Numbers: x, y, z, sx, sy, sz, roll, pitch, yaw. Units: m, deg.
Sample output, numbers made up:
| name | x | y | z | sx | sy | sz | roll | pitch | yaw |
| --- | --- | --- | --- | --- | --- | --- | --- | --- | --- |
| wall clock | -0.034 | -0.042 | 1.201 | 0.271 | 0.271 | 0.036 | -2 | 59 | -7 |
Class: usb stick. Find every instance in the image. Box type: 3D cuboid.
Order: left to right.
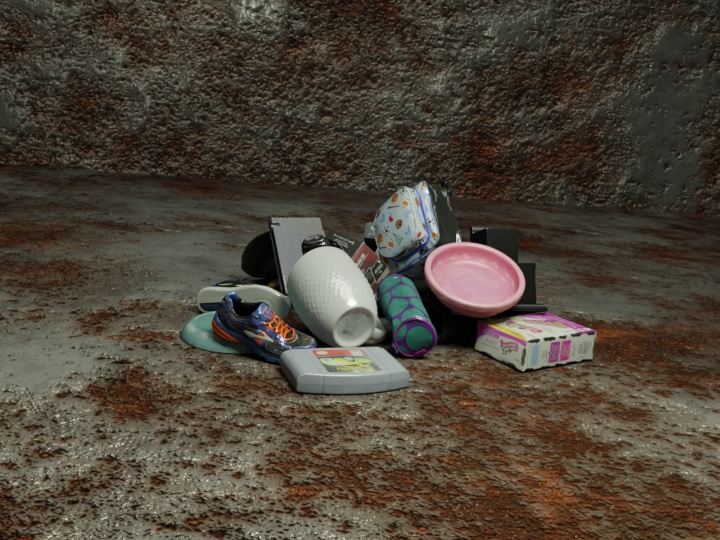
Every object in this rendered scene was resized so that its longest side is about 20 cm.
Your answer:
| name | x | y | z | sx | sy | sz | roll | pitch | yaw |
| --- | --- | --- | --- | --- | --- | --- | --- | --- | --- |
| usb stick | -0.080 | 0.015 | 1.686 | 0.054 | 0.203 | 0.033 | -11 | 41 | -4 |

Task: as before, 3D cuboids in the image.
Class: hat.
| name | x | y | z | sx | sy | sz | roll | pitch | yaw |
| --- | --- | --- | --- | --- | --- | --- | --- | --- | --- |
| hat | -0.176 | -0.017 | 1.960 | 0.197 | 0.202 | 0.082 | -4 | 52 | -33 |

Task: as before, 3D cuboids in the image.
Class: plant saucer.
| name | x | y | z | sx | sy | sz | roll | pitch | yaw |
| --- | --- | --- | --- | --- | --- | --- | --- | --- | --- |
| plant saucer | -0.235 | 0.110 | 1.574 | 0.195 | 0.028 | 0.200 | 5 | 14 | -1 |
| plant saucer | 0.218 | 0.023 | 1.637 | 0.196 | 0.052 | 0.202 | 5 | 37 | -4 |

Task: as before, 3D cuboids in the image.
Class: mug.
| name | x | y | z | sx | sy | sz | roll | pitch | yaw |
| --- | --- | --- | --- | --- | --- | --- | --- | --- | --- |
| mug | -0.027 | 0.072 | 1.598 | 0.199 | 0.149 | 0.176 | 32 | 11 | -36 |

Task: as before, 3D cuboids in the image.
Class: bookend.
| name | x | y | z | sx | sy | sz | roll | pitch | yaw |
| --- | --- | --- | --- | --- | --- | --- | --- | --- | --- |
| bookend | 0.308 | -0.008 | 1.784 | 0.090 | 0.205 | 0.199 | 0 | -7 | -13 |

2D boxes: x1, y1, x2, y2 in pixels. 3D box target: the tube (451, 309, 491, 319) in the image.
| name | x | y | z | sx | sy | sz | roll | pitch | yaw |
| --- | --- | --- | --- | --- | --- | --- | --- | --- | --- |
| tube | 0.216 | 0.044 | 1.689 | 0.076 | 0.051 | 0.201 | 4 | 26 | 2 |

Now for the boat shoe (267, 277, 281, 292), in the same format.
| name | x | y | z | sx | sy | sz | roll | pitch | yaw |
| --- | --- | --- | --- | --- | --- | --- | --- | --- | --- |
| boat shoe | -0.114 | 0.019 | 1.904 | 0.197 | 0.072 | 0.070 | -26 | 14 | -27 |

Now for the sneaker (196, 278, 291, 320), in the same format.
| name | x | y | z | sx | sy | sz | roll | pitch | yaw |
| --- | --- | --- | --- | --- | --- | --- | --- | --- | --- |
| sneaker | -0.225 | 0.051 | 1.721 | 0.195 | 0.075 | 0.112 | 6 | 14 | 10 |

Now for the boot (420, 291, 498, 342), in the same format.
| name | x | y | z | sx | sy | sz | roll | pitch | yaw |
| --- | --- | --- | --- | --- | --- | --- | --- | --- | --- |
| boot | 0.165 | 0.081 | 1.733 | 0.155 | 0.081 | 0.210 | -3 | 16 | -32 |

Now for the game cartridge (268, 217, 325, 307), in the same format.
| name | x | y | z | sx | sy | sz | roll | pitch | yaw |
| --- | --- | --- | --- | --- | --- | --- | --- | --- | --- |
| game cartridge | -0.125 | -0.019 | 1.848 | 0.127 | 0.204 | 0.038 | 1 | -24 | -33 |

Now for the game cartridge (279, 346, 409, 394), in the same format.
| name | x | y | z | sx | sy | sz | roll | pitch | yaw |
| --- | --- | --- | --- | --- | --- | --- | --- | --- | --- |
| game cartridge | -0.024 | 0.165 | 1.400 | 0.196 | 0.042 | 0.133 | 0 | 18 | -21 |

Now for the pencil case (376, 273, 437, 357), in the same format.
| name | x | y | z | sx | sy | sz | roll | pitch | yaw |
| --- | --- | --- | --- | --- | --- | --- | --- | --- | --- |
| pencil case | 0.084 | 0.085 | 1.604 | 0.083 | 0.094 | 0.201 | -12 | 26 | -3 |

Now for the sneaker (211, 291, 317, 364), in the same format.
| name | x | y | z | sx | sy | sz | roll | pitch | yaw |
| --- | --- | --- | --- | --- | --- | --- | --- | --- | --- |
| sneaker | -0.167 | 0.100 | 1.466 | 0.196 | 0.080 | 0.076 | 19 | 31 | 7 |

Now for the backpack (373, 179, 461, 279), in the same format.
| name | x | y | z | sx | sy | sz | roll | pitch | yaw |
| --- | --- | --- | --- | --- | --- | --- | --- | --- | --- |
| backpack | 0.114 | -0.077 | 1.829 | 0.151 | 0.191 | 0.204 | 13 | 52 | -28 |

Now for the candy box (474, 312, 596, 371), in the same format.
| name | x | y | z | sx | sy | sz | roll | pitch | yaw |
| --- | --- | --- | --- | --- | --- | --- | --- | --- | --- |
| candy box | 0.336 | 0.133 | 1.620 | 0.197 | 0.062 | 0.135 | -5 | 16 | -35 |

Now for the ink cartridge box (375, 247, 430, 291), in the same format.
| name | x | y | z | sx | sy | sz | roll | pitch | yaw |
| --- | --- | --- | --- | --- | --- | --- | --- | --- | --- |
| ink cartridge box | 0.107 | -0.051 | 1.941 | 0.159 | 0.205 | 0.050 | -7 | -15 | 28 |

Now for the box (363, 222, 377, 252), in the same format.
| name | x | y | z | sx | sy | sz | roll | pitch | yaw |
| --- | --- | --- | --- | --- | --- | --- | --- | --- | --- |
| box | 0.114 | -0.054 | 2.178 | 0.195 | 0.052 | 0.159 | 8 | -27 | 13 |

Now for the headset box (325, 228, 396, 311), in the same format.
| name | x | y | z | sx | sy | sz | roll | pitch | yaw |
| --- | --- | --- | --- | --- | --- | --- | --- | --- | --- |
| headset box | 0.000 | 0.000 | 1.800 | 0.200 | 0.078 | 0.148 | 44 | -10 | -31 |

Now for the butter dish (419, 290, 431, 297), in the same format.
| name | x | y | z | sx | sy | sz | roll | pitch | yaw |
| --- | --- | --- | --- | --- | --- | --- | --- | --- | --- |
| butter dish | 0.165 | -0.019 | 2.014 | 0.197 | 0.151 | 0.198 | 15 | 17 | 35 |
